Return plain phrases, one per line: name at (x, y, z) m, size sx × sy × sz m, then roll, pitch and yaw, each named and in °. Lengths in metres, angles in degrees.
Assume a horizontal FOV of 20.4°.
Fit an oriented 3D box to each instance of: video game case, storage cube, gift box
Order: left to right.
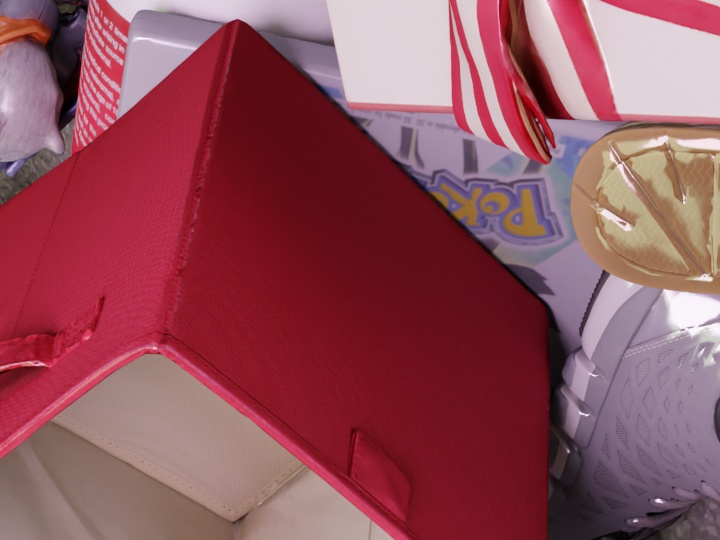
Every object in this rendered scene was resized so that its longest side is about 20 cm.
storage cube at (-0.052, 0.057, 0.683) m, size 0.171 × 0.180 × 0.200 m, roll -35°, pitch 117°, yaw 28°
video game case at (0.000, 0.000, 0.761) m, size 0.199 × 0.022 × 0.183 m, roll 11°, pitch 128°, yaw -4°
gift box at (0.090, -0.145, 0.553) m, size 0.200 × 0.187 × 0.185 m, roll 1°, pitch 113°, yaw 46°

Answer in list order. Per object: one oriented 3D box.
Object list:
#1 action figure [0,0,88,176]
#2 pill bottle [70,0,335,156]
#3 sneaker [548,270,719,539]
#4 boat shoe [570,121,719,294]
action figure at (-0.193, -0.094, 0.873) m, size 0.193 × 0.200 × 0.105 m, roll 41°, pitch 180°, yaw 41°
pill bottle at (-0.053, -0.081, 0.787) m, size 0.112 × 0.112 × 0.200 m, roll 36°, pitch 134°, yaw 26°
sneaker at (0.120, 0.083, 0.737) m, size 0.115 × 0.075 × 0.200 m, roll 35°, pitch 132°, yaw 23°
boat shoe at (0.170, -0.021, 0.632) m, size 0.199 × 0.069 × 0.074 m, roll 13°, pitch 116°, yaw 16°
